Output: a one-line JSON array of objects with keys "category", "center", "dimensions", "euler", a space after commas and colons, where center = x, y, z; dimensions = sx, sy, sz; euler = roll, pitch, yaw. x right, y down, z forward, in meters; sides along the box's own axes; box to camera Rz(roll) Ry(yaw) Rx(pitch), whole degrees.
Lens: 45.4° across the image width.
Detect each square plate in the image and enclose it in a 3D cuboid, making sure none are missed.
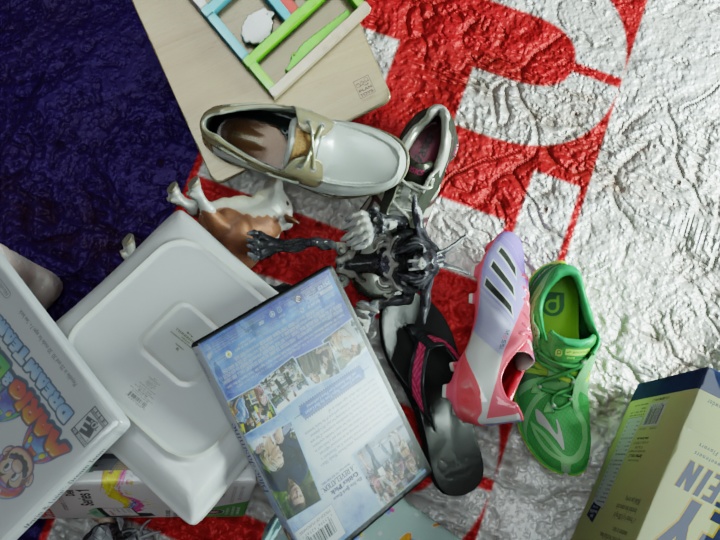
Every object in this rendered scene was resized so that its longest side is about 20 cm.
[{"category": "square plate", "center": [-0.143, 0.065, 0.705], "dimensions": [0.199, 0.029, 0.198], "euler": [38, 60, 9]}]

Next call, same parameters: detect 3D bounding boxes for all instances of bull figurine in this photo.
[{"category": "bull figurine", "center": [-0.150, -0.021, 0.830], "dimensions": [0.121, 0.065, 0.201], "euler": [40, 87, -33]}]

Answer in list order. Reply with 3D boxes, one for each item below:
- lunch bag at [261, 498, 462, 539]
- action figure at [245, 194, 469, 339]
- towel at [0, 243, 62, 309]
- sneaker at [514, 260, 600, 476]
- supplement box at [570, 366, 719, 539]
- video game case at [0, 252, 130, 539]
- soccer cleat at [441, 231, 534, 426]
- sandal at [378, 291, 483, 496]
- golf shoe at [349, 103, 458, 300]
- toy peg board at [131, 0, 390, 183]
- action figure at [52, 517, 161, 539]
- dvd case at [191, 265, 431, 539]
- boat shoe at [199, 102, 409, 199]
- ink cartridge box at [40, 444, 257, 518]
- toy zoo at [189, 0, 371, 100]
[{"category": "lunch bag", "center": [-0.022, 0.286, 0.756], "dimensions": [0.169, 0.122, 0.202], "euler": [31, 75, 6]}, {"category": "action figure", "center": [0.000, 0.000, 0.777], "dimensions": [0.195, 0.102, 0.122], "euler": [-5, 102, 8]}, {"category": "towel", "center": [-0.376, 0.051, 0.768], "dimensions": [0.191, 0.200, 0.032], "euler": [-43, 79, -7]}, {"category": "sneaker", "center": [0.184, 0.089, 0.810], "dimensions": [0.072, 0.084, 0.205], "euler": [-1, 79, 0]}, {"category": "supplement box", "center": [0.280, 0.210, 0.724], "dimensions": [0.132, 0.200, 0.203], "euler": [26, 81, 7]}, {"category": "video game case", "center": [-0.298, 0.108, 0.656], "dimensions": [0.182, 0.024, 0.200], "euler": [-44, 72, -3]}, {"category": "soccer cleat", "center": [0.135, 0.052, 0.804], "dimensions": [0.075, 0.067, 0.203], "euler": [2, 55, 29]}, {"category": "sandal", "center": [0.075, 0.111, 0.818], "dimensions": [0.074, 0.045, 0.204], "euler": [-15, 81, -21]}, {"category": "golf shoe", "center": [0.039, -0.070, 0.844], "dimensions": [0.076, 0.088, 0.204], "euler": [19, 82, 3]}, {"category": "toy peg board", "center": [-0.100, -0.221, 0.887], "dimensions": [0.197, 0.098, 0.202], "euler": [-25, 94, -4]}, {"category": "action figure", "center": [-0.278, 0.274, 0.787], "dimensions": [0.196, 0.070, 0.132], "euler": [-16, 61, -7]}, {"category": "dvd case", "center": [-0.034, 0.116, 0.700], "dimensions": [0.142, 0.017, 0.203], "euler": [-30, 96, -34]}, {"category": "boat shoe", "center": [-0.054, -0.111, 0.793], "dimensions": [0.196, 0.068, 0.076], "euler": [9, 92, 7]}, {"category": "ink cartridge box", "center": [-0.193, 0.160, 0.745], "dimensions": [0.195, 0.145, 0.086], "euler": [2, 64, -11]}, {"category": "toy zoo", "center": [-0.101, -0.285, 0.825], "dimensions": [0.131, 0.020, 0.201], "euler": [-41, 96, -3]}]
